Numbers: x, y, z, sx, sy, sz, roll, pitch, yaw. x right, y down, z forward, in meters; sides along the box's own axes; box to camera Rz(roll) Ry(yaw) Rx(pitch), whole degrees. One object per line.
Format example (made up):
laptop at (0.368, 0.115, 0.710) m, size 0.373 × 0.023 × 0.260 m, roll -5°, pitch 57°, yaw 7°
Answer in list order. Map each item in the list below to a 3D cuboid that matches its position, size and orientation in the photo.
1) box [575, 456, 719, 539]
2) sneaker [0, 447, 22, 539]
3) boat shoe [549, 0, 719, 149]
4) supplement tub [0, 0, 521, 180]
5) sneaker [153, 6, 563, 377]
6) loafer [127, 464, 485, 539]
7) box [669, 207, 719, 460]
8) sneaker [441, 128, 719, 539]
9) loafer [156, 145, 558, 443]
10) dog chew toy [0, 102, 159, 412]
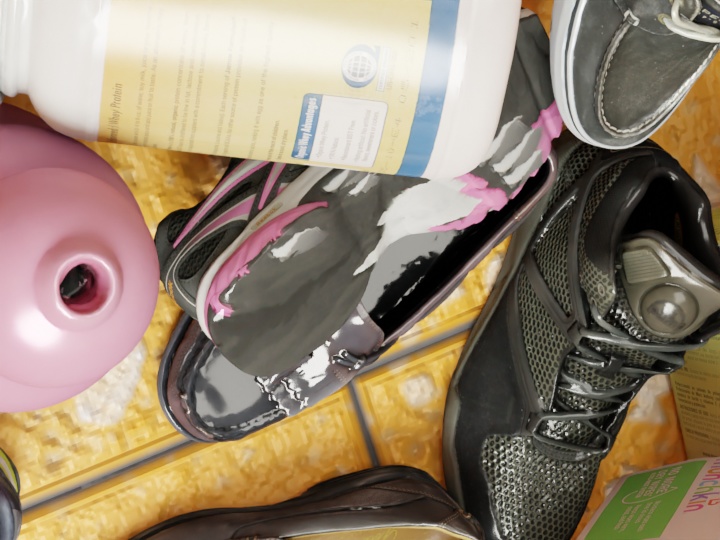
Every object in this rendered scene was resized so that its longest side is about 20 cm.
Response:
box at (0.144, 0.191, 1.166) m, size 0.096 × 0.200 × 0.177 m, roll -10°, pitch 103°, yaw 23°
sneaker at (-0.215, 0.065, 1.110) m, size 0.199 × 0.081 × 0.074 m, roll 20°, pitch 86°, yaw -22°
boat shoe at (0.132, -0.122, 1.119) m, size 0.072 × 0.071 × 0.201 m, roll 5°, pitch 127°, yaw -24°
supplement tub at (-0.046, -0.114, 1.048) m, size 0.199 × 0.145 × 0.146 m, roll 6°, pitch 92°, yaw -5°
sneaker at (-0.006, -0.049, 1.164) m, size 0.200 × 0.086 × 0.081 m, roll -36°, pitch 133°, yaw -22°
loafer at (-0.041, 0.134, 1.191) m, size 0.199 × 0.072 × 0.073 m, roll -23°, pitch 103°, yaw -18°
box at (0.181, 0.075, 1.277) m, size 0.050 × 0.075 × 0.201 m, roll -16°, pitch 99°, yaw -21°
sneaker at (0.097, 0.039, 1.220) m, size 0.076 × 0.114 × 0.200 m, roll 19°, pitch 91°, yaw -22°
loafer at (0.000, 0.000, 1.202) m, size 0.200 × 0.063 × 0.072 m, roll -40°, pitch 109°, yaw -15°
dog chew toy at (-0.134, -0.002, 1.073) m, size 0.124 × 0.200 × 0.125 m, roll -2°, pitch 95°, yaw -24°
